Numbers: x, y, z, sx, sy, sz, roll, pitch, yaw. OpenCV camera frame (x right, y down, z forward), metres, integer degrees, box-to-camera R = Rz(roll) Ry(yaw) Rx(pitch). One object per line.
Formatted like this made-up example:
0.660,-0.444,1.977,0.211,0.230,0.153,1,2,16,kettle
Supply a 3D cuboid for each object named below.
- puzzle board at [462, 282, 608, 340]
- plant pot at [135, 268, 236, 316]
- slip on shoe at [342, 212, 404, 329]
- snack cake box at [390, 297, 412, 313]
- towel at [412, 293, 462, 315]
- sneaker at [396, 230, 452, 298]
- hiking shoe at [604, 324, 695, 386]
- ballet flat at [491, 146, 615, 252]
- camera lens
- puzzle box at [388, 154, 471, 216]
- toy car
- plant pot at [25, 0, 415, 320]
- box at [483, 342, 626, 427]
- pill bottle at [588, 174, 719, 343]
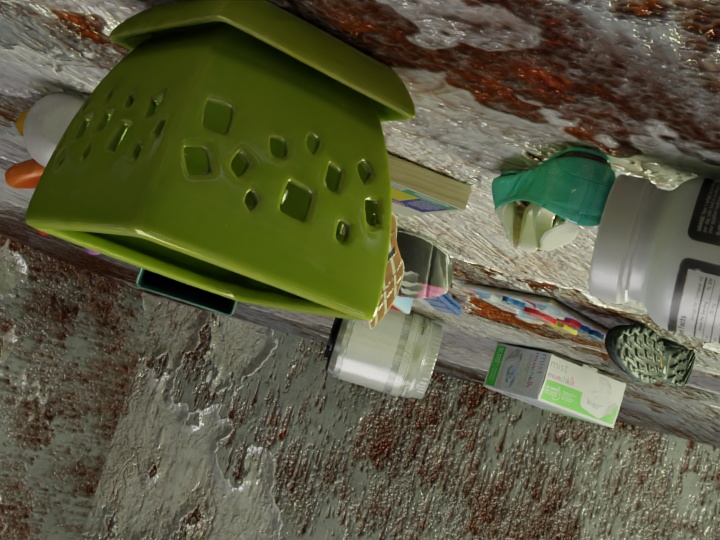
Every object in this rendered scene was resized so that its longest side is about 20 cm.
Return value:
0.259,0.062,1.829,0.150,0.017,0.200,11,170,40,puzzle board
-0.234,-0.028,1.843,0.141,0.142,0.200,18,180,-7,plant pot
0.004,-0.010,1.470,0.060,0.076,0.200,30,153,23,slip on shoe
0.000,0.000,1.759,0.114,0.068,0.200,13,172,18,snack cake box
0.053,0.027,2.016,0.199,0.024,0.147,11,169,25,towel
0.022,-0.024,1.580,0.199,0.081,0.086,17,-167,9,sneaker
0.380,0.120,1.747,0.086,0.075,0.200,9,169,43,hiking shoe
0.145,-0.050,1.029,0.067,0.071,0.200,18,173,-9,ballet flat
0.039,0.144,2.375,0.199,0.161,0.160,17,173,-1,camera lens
-0.009,-0.098,1.209,0.199,0.026,0.133,20,172,-23,puzzle box
-0.286,-0.095,1.373,0.199,0.151,0.175,18,172,-5,toy car
-0.091,-0.083,0.892,0.198,0.182,0.200,23,171,-34,plant pot
0.373,0.217,2.427,0.199,0.097,0.176,22,173,-30,box
0.274,-0.003,0.916,0.199,0.117,0.116,15,173,18,pill bottle
